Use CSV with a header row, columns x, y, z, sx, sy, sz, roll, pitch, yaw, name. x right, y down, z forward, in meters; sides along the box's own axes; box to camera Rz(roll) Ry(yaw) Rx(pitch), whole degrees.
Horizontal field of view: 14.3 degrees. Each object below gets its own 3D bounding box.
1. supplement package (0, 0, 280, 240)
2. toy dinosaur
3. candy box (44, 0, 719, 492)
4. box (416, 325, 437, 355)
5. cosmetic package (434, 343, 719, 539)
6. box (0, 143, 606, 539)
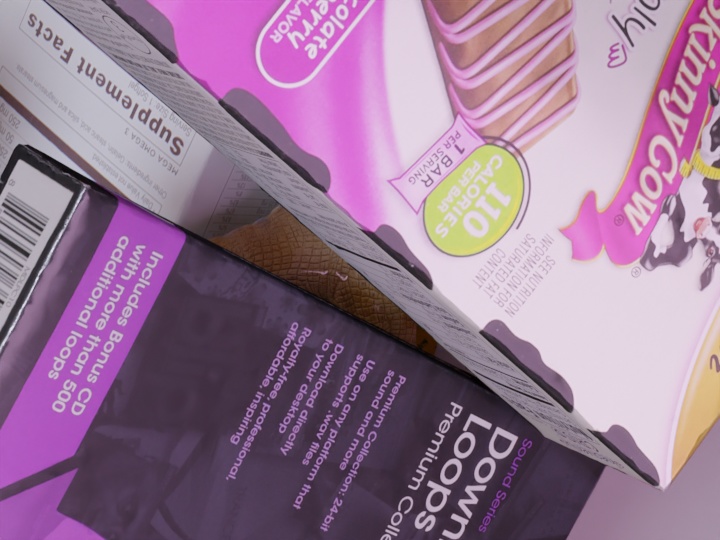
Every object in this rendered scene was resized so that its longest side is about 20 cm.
x,y,z,sx,sy,sz,roll,pitch,yaw,name
-0.028,-0.079,0.777,0.113,0.109,0.201,2,122,-50,supplement package
0.000,0.000,0.756,0.199,0.058,0.102,-18,123,-31,toy dinosaur
0.034,-0.062,0.665,0.200,0.061,0.137,40,83,-27,candy box
-0.006,0.052,0.976,0.200,0.064,0.070,-30,142,-29,box
0.068,0.101,0.877,0.113,0.081,0.201,27,71,-36,cosmetic package
-0.038,0.072,0.696,0.200,0.036,0.143,27,92,-45,box
